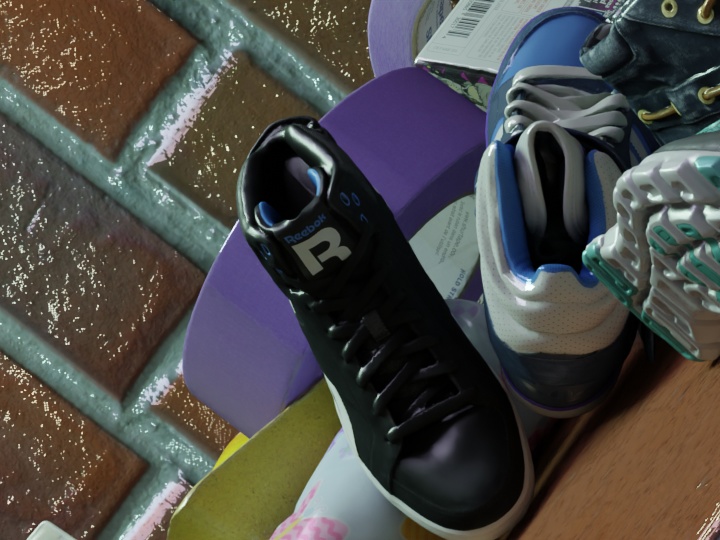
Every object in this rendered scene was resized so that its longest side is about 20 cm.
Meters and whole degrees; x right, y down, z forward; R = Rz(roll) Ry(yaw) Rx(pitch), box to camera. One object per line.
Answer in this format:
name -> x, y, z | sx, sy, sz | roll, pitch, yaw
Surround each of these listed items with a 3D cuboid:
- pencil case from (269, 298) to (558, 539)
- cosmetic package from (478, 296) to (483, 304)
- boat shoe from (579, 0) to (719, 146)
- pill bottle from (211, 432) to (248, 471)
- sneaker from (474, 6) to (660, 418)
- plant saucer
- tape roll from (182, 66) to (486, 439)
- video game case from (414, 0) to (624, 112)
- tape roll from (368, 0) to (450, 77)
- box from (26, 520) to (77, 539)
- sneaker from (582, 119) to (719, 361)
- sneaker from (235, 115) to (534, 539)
pencil case -> 0.013, 0.106, 1.252 | 0.091, 0.083, 0.200 | -15, 35, 55
cosmetic package -> 0.118, -0.064, 1.571 | 0.200, 0.107, 0.085 | -54, 2, 23
boat shoe -> 0.163, -0.101, 1.078 | 0.071, 0.091, 0.200 | -54, 8, -35
pill bottle -> -0.043, 0.148, 1.640 | 0.109, 0.109, 0.200 | -53, 2, 9
sneaker -> 0.089, -0.049, 1.150 | 0.147, 0.080, 0.201 | 82, -168, -65
plant saucer -> -0.025, 0.135, 1.363 | 0.200, 0.048, 0.201 | -40, -23, -39
tape roll -> 0.000, 0.000, 1.363 | 0.200, 0.066, 0.200 | -47, -19, -21
video game case -> 0.154, -0.150, 1.453 | 0.200, 0.181, 0.036 | -54, -38, -31
tape roll -> 0.108, -0.150, 1.781 | 0.200, 0.200, 0.066 | -52, 1, 42
box -> -0.130, 0.220, 1.458 | 0.078, 0.095, 0.200 | -52, -25, -15
sneaker -> 0.134, -0.030, 0.930 | 0.091, 0.078, 0.200 | -49, 2, -10
sneaker -> -0.001, 0.022, 1.175 | 0.073, 0.200, 0.112 | -33, -31, 5
